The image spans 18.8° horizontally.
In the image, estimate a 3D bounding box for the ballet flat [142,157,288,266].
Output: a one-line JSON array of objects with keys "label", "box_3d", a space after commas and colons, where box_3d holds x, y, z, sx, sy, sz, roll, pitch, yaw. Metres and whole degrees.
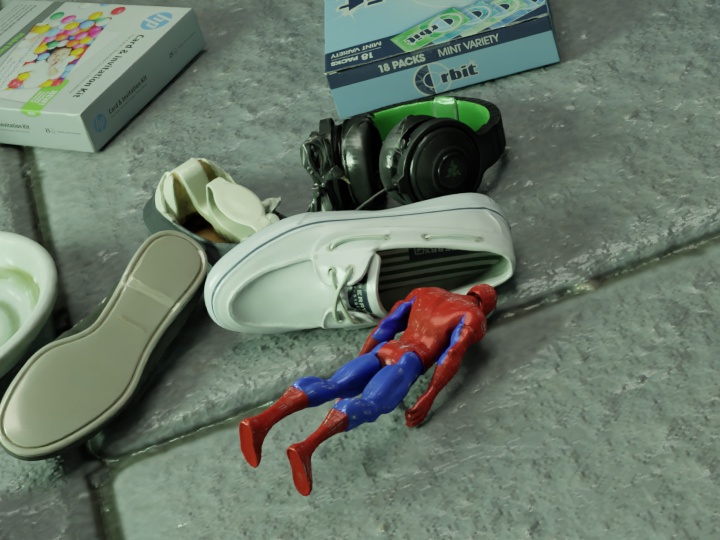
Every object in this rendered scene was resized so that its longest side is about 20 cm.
[{"label": "ballet flat", "box_3d": [-0.095, -0.039, 1.470, 0.073, 0.073, 0.200, -31, 34, -18]}]

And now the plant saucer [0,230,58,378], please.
[{"label": "plant saucer", "box_3d": [-0.291, 0.050, 1.455, 0.199, 0.050, 0.200, -14, 34, 9]}]

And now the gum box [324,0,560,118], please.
[{"label": "gum box", "box_3d": [0.058, -0.202, 1.652, 0.169, 0.045, 0.200, -14, 32, 7]}]

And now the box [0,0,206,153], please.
[{"label": "box", "box_3d": [-0.248, -0.160, 1.751, 0.199, 0.041, 0.156, 9, 42, 35]}]

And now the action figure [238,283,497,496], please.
[{"label": "action figure", "box_3d": [0.015, 0.061, 1.286, 0.065, 0.052, 0.200, 21, 45, 38]}]

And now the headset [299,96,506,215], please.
[{"label": "headset", "box_3d": [0.017, -0.083, 1.454, 0.123, 0.094, 0.200, 2, 27, 29]}]

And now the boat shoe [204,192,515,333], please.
[{"label": "boat shoe", "box_3d": [0.000, 0.000, 1.357, 0.199, 0.074, 0.067, -18, 30, 0]}]

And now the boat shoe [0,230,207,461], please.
[{"label": "boat shoe", "box_3d": [-0.162, 0.058, 1.387, 0.067, 0.057, 0.200, 33, 55, 8]}]
